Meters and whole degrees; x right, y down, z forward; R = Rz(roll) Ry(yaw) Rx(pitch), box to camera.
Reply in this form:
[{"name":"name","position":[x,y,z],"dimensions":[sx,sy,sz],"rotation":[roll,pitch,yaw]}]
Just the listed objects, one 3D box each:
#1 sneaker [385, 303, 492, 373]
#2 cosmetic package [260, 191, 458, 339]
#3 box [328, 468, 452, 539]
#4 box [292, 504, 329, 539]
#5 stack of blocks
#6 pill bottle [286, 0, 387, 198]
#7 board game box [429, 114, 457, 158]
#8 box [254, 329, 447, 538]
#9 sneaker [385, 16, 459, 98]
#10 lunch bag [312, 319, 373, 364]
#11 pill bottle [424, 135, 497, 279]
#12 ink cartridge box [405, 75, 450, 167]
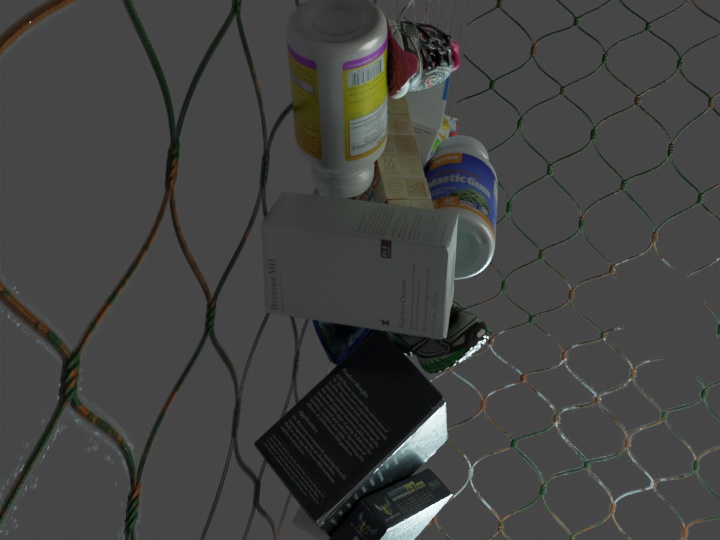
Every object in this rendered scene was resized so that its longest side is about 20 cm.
[{"name":"sneaker","position":[0.073,0.057,1.020],"dimensions":[0.199,0.077,0.087],"rotation":[9,-52,61]},{"name":"cosmetic package","position":[0.000,-0.007,0.938],"dimensions":[0.082,0.195,0.115],"rotation":[-67,159,-57]},{"name":"box","position":[0.016,0.329,1.099],"dimensions":[0.159,0.051,0.199],"rotation":[-53,158,18]},{"name":"box","position":[0.004,0.274,1.287],"dimensions":[0.203,0.105,0.152],"rotation":[-63,176,17]},{"name":"stack of blocks","position":[0.024,-0.119,1.086],"dimensions":[0.116,0.057,0.204],"rotation":[124,-42,-57]},{"name":"pill bottle","position":[-0.022,-0.177,0.953],"dimensions":[0.203,0.102,0.106],"rotation":[89,13,-46]},{"name":"board game box","position":[0.091,-0.146,1.455],"dimensions":[0.103,0.102,0.205],"rotation":[7,79,-42]},{"name":"box","position":[-0.002,0.204,1.074],"dimensions":[0.196,0.124,0.201],"rotation":[-40,159,-11]},{"name":"sneaker","position":[0.067,-0.239,0.990],"dimensions":[0.200,0.073,0.083],"rotation":[-61,147,-70]},{"name":"lunch bag","position":[0.000,0.000,1.200],"dimensions":[0.171,0.125,0.203],"rotation":[-67,171,-51]},{"name":"pill bottle","position":[0.130,-0.094,1.215],"dimensions":[0.202,0.109,0.114],"rotation":[-79,171,-48]},{"name":"ink cartridge box","position":[0.050,-0.174,1.266],"dimensions":[0.148,0.083,0.202],"rotation":[-77,-174,-45]}]
